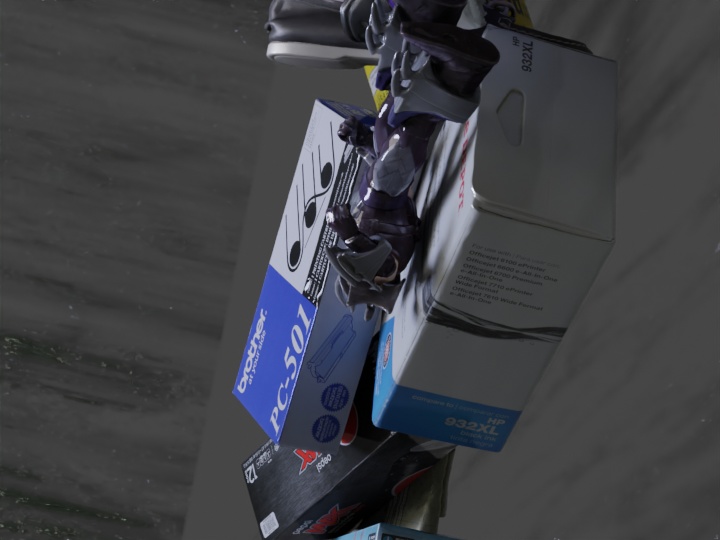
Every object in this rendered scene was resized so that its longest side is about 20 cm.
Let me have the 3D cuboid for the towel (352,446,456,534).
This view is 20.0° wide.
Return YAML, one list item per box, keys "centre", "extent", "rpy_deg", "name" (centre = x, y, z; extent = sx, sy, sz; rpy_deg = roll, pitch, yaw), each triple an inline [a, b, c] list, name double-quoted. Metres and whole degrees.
- centre: [0.028, 0.090, 1.408]
  extent: [0.193, 0.035, 0.200]
  rpy_deg: [-2, 73, 64]
  name: "towel"

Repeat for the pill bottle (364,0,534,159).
- centre: [0.044, -0.182, 1.309]
  extent: [0.111, 0.111, 0.200]
  rpy_deg: [124, 131, -68]
  name: "pill bottle"

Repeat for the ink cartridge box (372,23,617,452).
- centre: [0.076, -0.015, 1.168]
  extent: [0.200, 0.084, 0.145]
  rpy_deg: [113, 168, -47]
  name: "ink cartridge box"

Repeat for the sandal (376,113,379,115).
- centre: [0.012, -0.071, 1.466]
  extent: [0.059, 0.079, 0.207]
  rpy_deg: [-29, 2, 26]
  name: "sandal"

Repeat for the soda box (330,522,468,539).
- centre: [0.017, 0.204, 1.300]
  extent: [0.200, 0.064, 0.068]
  rpy_deg: [138, 143, -75]
  name: "soda box"

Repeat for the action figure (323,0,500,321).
- centre: [0.015, -0.059, 1.124]
  extent: [0.130, 0.069, 0.200]
  rpy_deg: [-95, 18, -53]
  name: "action figure"

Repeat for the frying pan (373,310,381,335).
- centre: [-0.009, 0.007, 1.376]
  extent: [0.115, 0.031, 0.190]
  rpy_deg: [-32, 74, 51]
  name: "frying pan"

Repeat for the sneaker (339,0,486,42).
- centre: [0.009, -0.211, 1.183]
  extent: [0.070, 0.099, 0.200]
  rpy_deg: [55, -157, -50]
  name: "sneaker"

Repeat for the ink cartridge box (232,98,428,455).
- centre: [-0.021, 0.003, 1.260]
  extent: [0.094, 0.044, 0.200]
  rpy_deg: [41, 117, 62]
  name: "ink cartridge box"

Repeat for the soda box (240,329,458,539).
- centre: [0.001, 0.109, 1.316]
  extent: [0.200, 0.071, 0.063]
  rpy_deg: [-45, 55, 48]
  name: "soda box"

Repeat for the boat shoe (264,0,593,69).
- centre: [0.041, -0.146, 1.208]
  extent: [0.067, 0.200, 0.057]
  rpy_deg: [9, -94, -78]
  name: "boat shoe"

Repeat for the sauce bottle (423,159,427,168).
- centre: [0.044, -0.092, 1.406]
  extent: [0.200, 0.066, 0.066]
  rpy_deg: [-54, -16, -59]
  name: "sauce bottle"
